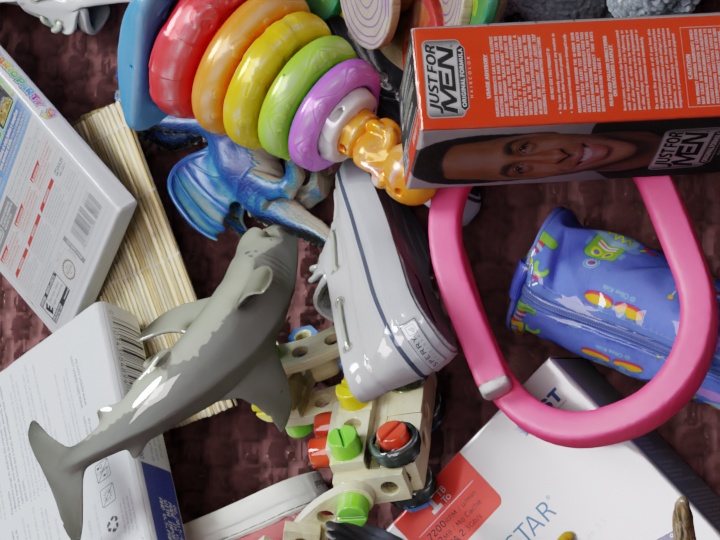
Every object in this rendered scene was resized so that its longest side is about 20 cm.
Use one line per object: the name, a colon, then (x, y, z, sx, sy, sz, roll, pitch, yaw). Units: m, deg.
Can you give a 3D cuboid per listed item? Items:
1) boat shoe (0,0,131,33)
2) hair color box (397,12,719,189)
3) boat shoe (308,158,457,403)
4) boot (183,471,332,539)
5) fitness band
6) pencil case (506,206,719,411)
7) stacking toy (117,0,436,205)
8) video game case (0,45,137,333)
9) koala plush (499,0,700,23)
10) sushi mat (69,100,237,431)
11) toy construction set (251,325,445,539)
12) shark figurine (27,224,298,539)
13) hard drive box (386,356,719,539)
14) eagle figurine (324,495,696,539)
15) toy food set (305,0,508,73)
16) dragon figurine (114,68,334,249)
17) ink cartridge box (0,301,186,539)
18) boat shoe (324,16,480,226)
boat shoe: (-0.178, -0.176, 1.745, 0.199, 0.074, 0.067, -10, 102, 28)
hair color box: (0.123, -0.090, 1.517, 0.199, 0.102, 0.062, -3, 74, -4)
boat shoe: (0.000, 0.000, 1.614, 0.067, 0.200, 0.074, -33, 118, 10)
boot: (-0.088, 0.223, 1.710, 0.199, 0.072, 0.145, -23, 82, 15)
fitness band: (0.116, -0.001, 1.571, 0.143, 0.037, 0.201, -23, 68, 8)
pencil case: (0.178, 0.033, 1.604, 0.199, 0.087, 0.078, 23, 107, 21)
stacking toy: (-0.032, -0.098, 1.607, 0.200, 0.110, 0.116, 35, 142, 23)
video game case: (-0.222, -0.069, 1.753, 0.200, 0.018, 0.143, 48, 142, 15)
koala plush: (0.130, -0.183, 1.608, 0.200, 0.183, 0.178, -42, 71, 37)
sushi mat: (-0.139, 0.001, 1.734, 0.096, 0.012, 0.201, -25, 85, 50)
toy construction set: (-0.019, 0.098, 1.635, 0.130, 0.092, 0.201, -9, 54, 15)
shark figurine: (-0.088, 0.070, 1.597, 0.215, 0.128, 0.090, -46, 108, -10)
hard drive box: (0.134, 0.173, 1.622, 0.200, 0.077, 0.156, 46, 103, 16)
eagle figurine: (0.091, 0.195, 1.534, 0.199, 0.151, 0.153, -8, 96, 10)
toy food set: (0.027, -0.199, 1.583, 0.200, 0.048, 0.199, 34, 128, 53)
dragon figurine: (-0.075, -0.051, 1.716, 0.099, 0.059, 0.201, -34, 74, 18)
ink cartridge box: (-0.195, 0.151, 1.711, 0.200, 0.043, 0.197, -35, 53, 29)
boat shoe: (0.016, -0.116, 1.682, 0.068, 0.072, 0.200, -43, 69, 15)
